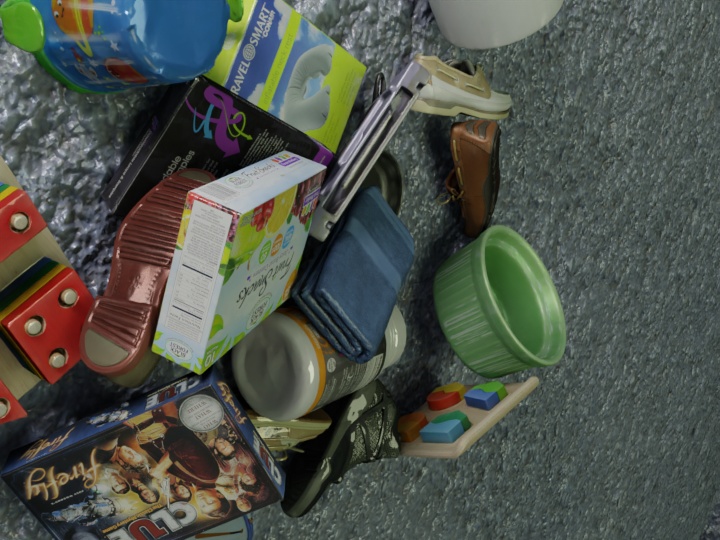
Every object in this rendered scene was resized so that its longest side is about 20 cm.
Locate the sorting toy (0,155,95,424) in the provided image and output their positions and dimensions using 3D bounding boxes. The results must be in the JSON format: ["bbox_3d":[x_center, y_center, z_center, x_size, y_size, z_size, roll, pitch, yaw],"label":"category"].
[{"bbox_3d":[-0.306,0.038,0.642,0.199,0.069,0.201,-46,134,-29],"label":"sorting toy"}]

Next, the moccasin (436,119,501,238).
[{"bbox_3d":[0.144,-0.118,1.112,0.202,0.077,0.074,75,30,-58],"label":"moccasin"}]

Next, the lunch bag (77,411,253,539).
[{"bbox_3d":[-0.196,0.220,0.807,0.159,0.076,0.202,-18,118,-15],"label":"lunch bag"}]

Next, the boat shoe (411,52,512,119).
[{"bbox_3d":[0.131,-0.231,1.053,0.199,0.074,0.069,-9,113,-49],"label":"boat shoe"}]

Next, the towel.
[{"bbox_3d":[0.000,0.000,0.897,0.112,0.048,0.201,52,35,-22],"label":"towel"}]

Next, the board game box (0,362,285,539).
[{"bbox_3d":[-0.182,0.176,0.715,0.198,0.035,0.136,-24,117,8],"label":"board game box"}]

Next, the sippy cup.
[{"bbox_3d":[-0.177,-0.203,0.658,0.179,0.129,0.140,-57,139,-19],"label":"sippy cup"}]

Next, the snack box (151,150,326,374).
[{"bbox_3d":[-0.100,-0.016,0.728,0.200,0.053,0.144,-45,156,-66],"label":"snack box"}]

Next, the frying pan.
[{"bbox_3d":[0.001,-0.120,0.974,0.115,0.031,0.192,-37,126,-34],"label":"frying pan"}]

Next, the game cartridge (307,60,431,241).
[{"bbox_3d":[-0.002,-0.123,0.881,0.038,0.130,0.201,33,89,-12],"label":"game cartridge"}]

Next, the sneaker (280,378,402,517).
[{"bbox_3d":[-0.014,0.230,1.033,0.114,0.076,0.200,43,65,-23],"label":"sneaker"}]

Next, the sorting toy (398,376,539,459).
[{"bbox_3d":[0.118,0.193,1.119,0.184,0.199,0.037,-30,97,-39],"label":"sorting toy"}]

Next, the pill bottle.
[{"bbox_3d":[-0.039,0.087,0.930,0.199,0.115,0.118,-16,115,-54],"label":"pill bottle"}]

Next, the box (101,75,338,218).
[{"bbox_3d":[-0.127,-0.091,0.796,0.144,0.036,0.199,-54,143,11],"label":"box"}]

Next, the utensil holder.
[{"bbox_3d":[0.134,-0.378,0.935,0.170,0.169,0.201,-52,139,-23],"label":"utensil holder"}]

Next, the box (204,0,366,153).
[{"bbox_3d":[-0.084,-0.196,0.836,0.199,0.047,0.123,23,86,-51],"label":"box"}]

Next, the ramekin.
[{"bbox_3d":[0.188,0.049,1.142,0.199,0.097,0.202,32,44,-37],"label":"ramekin"}]

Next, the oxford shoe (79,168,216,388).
[{"bbox_3d":[-0.175,0.005,0.719,0.075,0.070,0.202,76,34,-63],"label":"oxford shoe"}]

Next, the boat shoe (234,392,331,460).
[{"bbox_3d":[-0.121,0.172,0.915,0.198,0.073,0.063,9,106,-39],"label":"boat shoe"}]
